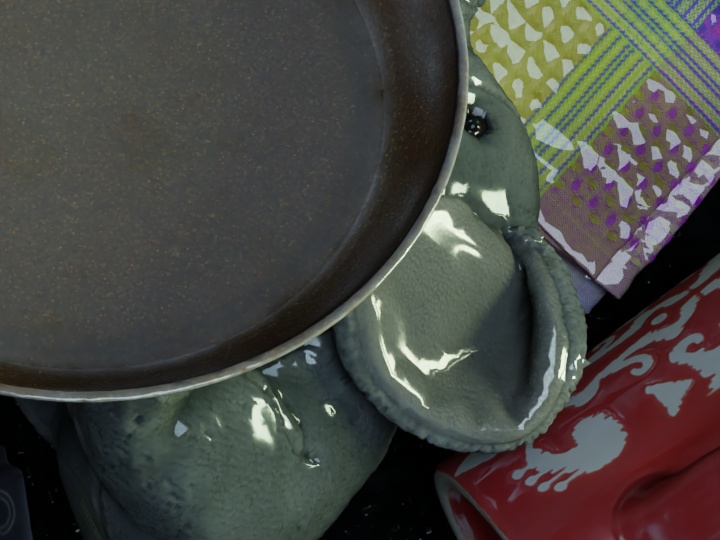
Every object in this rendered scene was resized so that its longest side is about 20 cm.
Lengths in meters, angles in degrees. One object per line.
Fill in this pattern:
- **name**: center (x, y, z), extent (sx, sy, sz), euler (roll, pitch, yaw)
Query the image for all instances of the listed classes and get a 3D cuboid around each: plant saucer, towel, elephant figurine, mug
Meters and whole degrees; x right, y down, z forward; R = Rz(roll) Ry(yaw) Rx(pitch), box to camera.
- **plant saucer**: center (-0.072, -0.050, 0.693), extent (0.199, 0.032, 0.201), euler (2, 60, -4)
- **towel**: center (0.082, -0.102, 0.842), extent (0.144, 0.023, 0.200), euler (42, 78, -7)
- **elephant figurine**: center (0.000, 0.000, 0.762), extent (0.199, 0.156, 0.142), euler (-23, 52, -18)
- **mug**: center (0.127, 0.038, 0.778), extent (0.199, 0.178, 0.134), euler (-33, 56, -8)

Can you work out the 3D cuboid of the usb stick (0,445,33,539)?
- **usb stick**: center (-0.109, 0.153, 0.774), extent (0.055, 0.033, 0.201), euler (-8, 89, -36)
